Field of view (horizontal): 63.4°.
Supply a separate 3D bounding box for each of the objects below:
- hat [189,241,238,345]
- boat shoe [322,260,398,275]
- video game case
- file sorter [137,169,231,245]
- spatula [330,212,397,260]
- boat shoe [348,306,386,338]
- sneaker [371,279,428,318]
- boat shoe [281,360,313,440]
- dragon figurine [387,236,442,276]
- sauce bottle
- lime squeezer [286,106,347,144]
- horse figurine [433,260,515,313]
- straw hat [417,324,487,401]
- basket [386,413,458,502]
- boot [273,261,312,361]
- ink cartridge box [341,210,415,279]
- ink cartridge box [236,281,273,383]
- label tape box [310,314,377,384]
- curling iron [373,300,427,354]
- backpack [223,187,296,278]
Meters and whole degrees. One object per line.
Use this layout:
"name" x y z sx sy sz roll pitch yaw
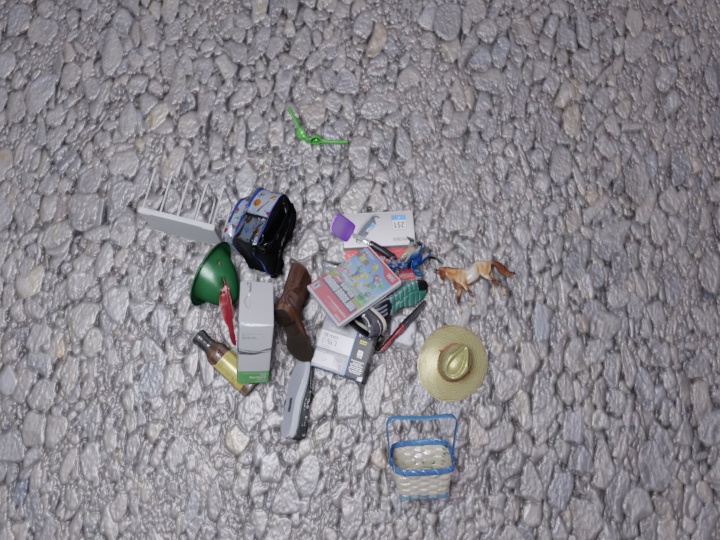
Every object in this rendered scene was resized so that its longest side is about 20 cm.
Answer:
"hat" -0.311 0.057 1.452 0.173 0.166 0.204 26 87 11
"boat shoe" -0.001 0.000 1.518 0.196 0.075 0.067 -4 109 5
"video game case" -0.015 0.038 1.448 0.198 0.018 0.143 -33 60 -18
"file sorter" -0.445 -0.161 1.516 0.194 0.139 0.128 14 75 0
"spatula" 0.010 -0.078 1.531 0.197 0.021 0.057 30 78 2
"boat shoe" -0.026 0.098 1.449 0.198 0.074 0.062 36 42 26
"sneaker" 0.085 0.058 1.521 0.197 0.076 0.087 -21 35 -33
"boat shoe" -0.151 0.324 1.473 0.056 0.068 0.205 24 68 -33
"dragon figurine" 0.140 -0.022 1.516 0.058 0.199 0.101 24 89 34
"sauce bottle" -0.342 0.230 1.478 0.199 0.065 0.065 42 80 8
"lime squeezer" -0.135 -0.381 1.631 0.197 0.038 0.071 30 48 4
"horse figurine" 0.306 0.025 1.549 0.196 0.050 0.135 -22 63 2
"straw hat" 0.243 0.236 1.491 0.195 0.085 0.207 0 78 -2
"basket" 0.145 0.443 1.407 0.171 0.140 0.206 1 109 -3
"boot" -0.151 0.101 1.490 0.062 0.202 0.190 -10 123 14
"ink cartridge box" 0.050 -0.064 1.565 0.194 0.045 0.182 -3 78 -3
"ink cartridge box" -0.254 0.149 1.402 0.082 0.203 0.148 2 42 -12
"label tape box" -0.030 0.168 1.492 0.141 0.063 0.205 15 79 12
"curling iron" 0.100 0.145 1.533 0.199 0.026 0.050 -39 80 -9
"backpack" -0.248 -0.109 1.498 0.151 0.201 0.194 24 73 13
